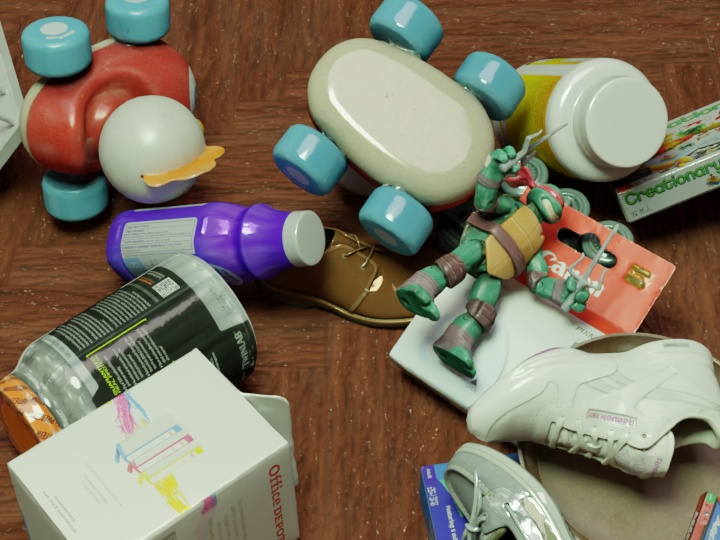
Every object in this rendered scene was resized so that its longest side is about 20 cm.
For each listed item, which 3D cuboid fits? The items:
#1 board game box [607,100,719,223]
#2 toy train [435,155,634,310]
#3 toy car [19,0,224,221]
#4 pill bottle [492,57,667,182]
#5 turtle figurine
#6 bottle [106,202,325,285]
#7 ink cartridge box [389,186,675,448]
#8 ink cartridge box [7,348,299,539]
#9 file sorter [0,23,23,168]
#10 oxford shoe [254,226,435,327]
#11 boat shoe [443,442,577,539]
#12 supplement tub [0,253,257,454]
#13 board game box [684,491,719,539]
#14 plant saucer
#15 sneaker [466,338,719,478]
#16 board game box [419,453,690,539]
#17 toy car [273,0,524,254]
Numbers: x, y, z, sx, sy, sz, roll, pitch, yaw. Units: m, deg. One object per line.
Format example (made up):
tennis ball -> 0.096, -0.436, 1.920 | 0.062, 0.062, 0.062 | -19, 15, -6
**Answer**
board game box -> 0.323, -0.115, 1.400 | 0.199, 0.035, 0.126 | -22, 21, 8
toy train -> 0.161, -0.017, 1.363 | 0.114, 0.085, 0.200 | -40, 59, -14
toy car -> -0.188, -0.125, 1.370 | 0.199, 0.186, 0.176 | 30, 44, 35
pill bottle -> 0.202, -0.138, 1.388 | 0.108, 0.110, 0.200 | -16, 11, -12
turtle figurine -> 0.124, -0.017, 1.245 | 0.200, 0.101, 0.150 | -46, 101, -17
bottle -> -0.125, -0.022, 1.328 | 0.198, 0.083, 0.066 | -3, 67, 31
ink cartridge box -> 0.144, 0.037, 1.275 | 0.160, 0.047, 0.201 | 32, 85, 28
ink cartridge box -> -0.144, 0.171, 1.162 | 0.199, 0.129, 0.125 | -31, 54, -25
file sorter -> -0.418, -0.171, 1.445 | 0.124, 0.139, 0.201 | 23, 31, -41
oxford shoe -> 0.000, 0.000, 1.355 | 0.198, 0.072, 0.072 | 8, 46, 7
boat shoe -> 0.118, 0.210, 1.096 | 0.064, 0.075, 0.202 | -23, 59, -24
supplement tub -> -0.193, 0.083, 1.247 | 0.199, 0.123, 0.122 | -33, 54, -26
board game box -> 0.256, 0.269, 1.073 | 0.102, 0.019, 0.201 | 25, 70, 0
plant saucer -> 0.217, 0.141, 1.168 | 0.198, 0.035, 0.202 | 0, 56, -1
sneaker -> 0.179, 0.107, 1.124 | 0.198, 0.075, 0.100 | -9, 55, -8
board game box -> 0.155, 0.211, 1.172 | 0.198, 0.045, 0.153 | -7, 48, -6
toy car -> 0.029, -0.112, 1.388 | 0.176, 0.200, 0.185 | 34, 76, 3
